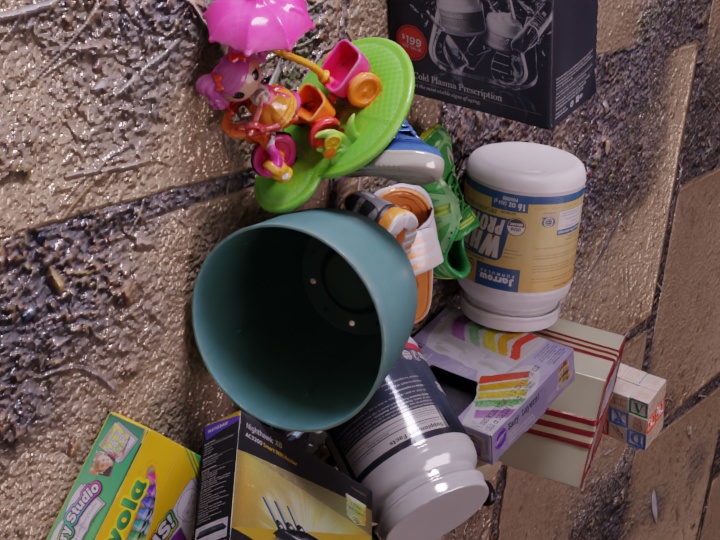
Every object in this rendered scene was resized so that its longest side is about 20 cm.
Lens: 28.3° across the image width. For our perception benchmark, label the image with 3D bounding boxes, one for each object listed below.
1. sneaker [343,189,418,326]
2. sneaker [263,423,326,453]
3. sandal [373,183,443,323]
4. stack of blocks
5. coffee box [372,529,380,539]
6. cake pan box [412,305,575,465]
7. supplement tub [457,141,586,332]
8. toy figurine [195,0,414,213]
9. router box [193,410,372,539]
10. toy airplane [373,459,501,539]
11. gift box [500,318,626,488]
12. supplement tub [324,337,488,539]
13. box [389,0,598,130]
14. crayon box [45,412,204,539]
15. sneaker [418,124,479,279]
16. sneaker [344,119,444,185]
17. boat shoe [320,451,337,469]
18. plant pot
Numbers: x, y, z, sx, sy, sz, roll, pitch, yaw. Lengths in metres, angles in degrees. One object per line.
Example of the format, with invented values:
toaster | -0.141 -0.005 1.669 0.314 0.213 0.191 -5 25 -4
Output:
sneaker | 0.000 0.000 1.524 0.078 0.077 0.201 -23 143 -46
sneaker | -0.100 0.210 1.480 0.082 0.073 0.201 13 98 -33
sandal | 0.058 -0.006 1.592 0.079 0.059 0.207 -18 131 -9
stack of blocks | 0.324 0.158 1.998 0.059 0.199 0.116 -42 140 -39
coffee box | -0.035 0.367 1.531 0.123 0.044 0.201 -20 133 -25
cake pan box | 0.126 0.133 1.682 0.200 0.184 0.053 -38 134 -40
supplement tub | 0.191 -0.042 1.731 0.144 0.144 0.201 -26 127 -50
toy figurine | -0.079 -0.171 1.284 0.200 0.150 0.184 -47 135 7
router box | -0.069 0.247 1.353 0.200 0.052 0.158 36 40 -38
toy airplane | 0.068 0.265 1.735 0.199 0.142 0.200 -33 159 9
gift box | 0.225 0.155 1.848 0.200 0.186 0.185 -34 137 -67
supplement tub | 0.037 0.178 1.521 0.140 0.200 0.141 -22 152 -13
box | 0.135 -0.266 1.468 0.104 0.199 0.183 -38 135 -42
crayon box | -0.213 0.253 1.327 0.201 0.058 0.173 -65 149 -11
sneaker | 0.099 -0.077 1.623 0.074 0.083 0.201 -42 138 -39
sneaker | 0.021 -0.145 1.370 0.076 0.200 0.112 14 89 -28
boat shoe | -0.043 0.300 1.606 0.074 0.060 0.201 27 84 -29
plant pot | -0.035 0.030 1.369 0.161 0.200 0.202 -36 136 -59
